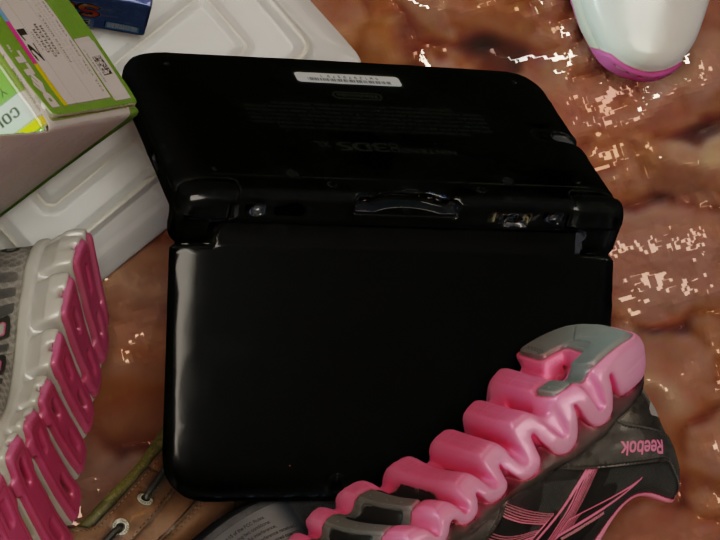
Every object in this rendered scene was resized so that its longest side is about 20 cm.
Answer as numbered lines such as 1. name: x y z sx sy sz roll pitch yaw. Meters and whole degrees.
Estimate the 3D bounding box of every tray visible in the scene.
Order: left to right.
1. tray: -0.104 -0.073 1.223 0.200 0.022 0.107 -40 89 -15

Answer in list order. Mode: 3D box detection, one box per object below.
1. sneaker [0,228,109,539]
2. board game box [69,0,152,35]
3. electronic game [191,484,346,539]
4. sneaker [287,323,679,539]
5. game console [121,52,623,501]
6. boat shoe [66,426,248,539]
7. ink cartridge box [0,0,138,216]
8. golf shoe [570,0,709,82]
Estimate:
1. sneaker: -0.161 0.066 1.127 0.087 0.074 0.200 -3 48 14
2. board game box: -0.147 -0.210 1.223 0.135 0.034 0.200 9 69 -8
3. electronic game: -0.012 0.189 1.154 0.200 0.042 0.200 2 87 -30
4. sneaker: 0.052 0.110 1.125 0.200 0.079 0.095 -36 114 -16
5. game console: 0.000 0.000 1.190 0.200 0.116 0.176 2 34 -22
6. boat shoe: -0.124 0.138 1.155 0.200 0.072 0.068 -39 88 -27
7. ink cartridge box: -0.194 -0.045 1.086 0.148 0.200 0.076 -35 86 17
8. golf shoe: 0.139 -0.187 1.256 0.075 0.092 0.200 9 79 -10
